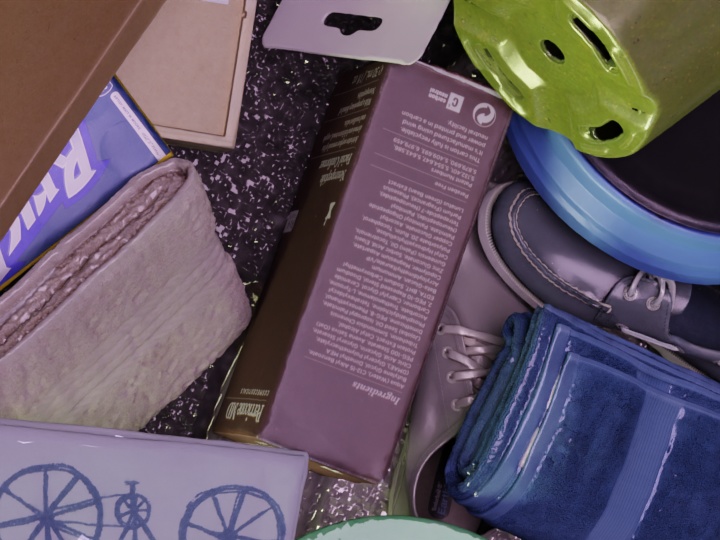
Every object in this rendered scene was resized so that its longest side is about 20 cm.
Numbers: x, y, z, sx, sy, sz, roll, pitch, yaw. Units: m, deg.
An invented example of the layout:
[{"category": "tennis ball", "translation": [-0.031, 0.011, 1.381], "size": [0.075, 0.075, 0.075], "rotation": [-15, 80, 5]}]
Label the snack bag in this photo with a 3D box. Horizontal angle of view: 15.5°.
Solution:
[{"category": "snack bag", "translation": [-0.119, 0.171, 1.206], "size": [0.188, 0.021, 0.201], "rotation": [7, 89, -23]}]

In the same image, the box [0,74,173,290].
[{"category": "box", "translation": [-0.189, -0.023, 1.254], "size": [0.200, 0.064, 0.070], "rotation": [-39, 106, -6]}]

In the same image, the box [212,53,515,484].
[{"category": "box", "translation": [0.000, 0.000, 1.309], "size": [0.075, 0.100, 0.201], "rotation": [20, 82, -15]}]

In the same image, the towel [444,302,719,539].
[{"category": "towel", "translation": [0.138, 0.098, 1.339], "size": [0.200, 0.048, 0.112], "rotation": [24, 88, -36]}]

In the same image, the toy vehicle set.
[{"category": "toy vehicle set", "translation": [-0.110, -0.167, 1.317], "size": [0.124, 0.027, 0.201], "rotation": [10, 86, -16]}]

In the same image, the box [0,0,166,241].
[{"category": "box", "translation": [-0.184, -0.111, 1.234], "size": [0.163, 0.021, 0.200], "rotation": [24, 72, 28]}]

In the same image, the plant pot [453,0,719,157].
[{"category": "plant pot", "translation": [0.144, -0.159, 1.255], "size": [0.190, 0.200, 0.200], "rotation": [-44, 101, -22]}]

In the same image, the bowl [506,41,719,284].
[{"category": "bowl", "translation": [0.167, -0.091, 1.351], "size": [0.200, 0.039, 0.201], "rotation": [9, 63, -17]}]

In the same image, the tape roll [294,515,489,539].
[{"category": "tape roll", "translation": [0.014, 0.219, 1.275], "size": [0.200, 0.048, 0.201], "rotation": [1, 82, -5]}]

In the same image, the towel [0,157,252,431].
[{"category": "towel", "translation": [-0.138, 0.048, 1.260], "size": [0.200, 0.133, 0.034], "rotation": [-43, 59, -16]}]

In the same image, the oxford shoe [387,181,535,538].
[{"category": "oxford shoe", "translation": [0.058, 0.054, 1.347], "size": [0.075, 0.058, 0.201], "rotation": [11, 84, -14]}]

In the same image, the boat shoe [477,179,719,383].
[{"category": "boat shoe", "translation": [0.152, 0.005, 1.357], "size": [0.200, 0.062, 0.073], "rotation": [29, 66, -23]}]

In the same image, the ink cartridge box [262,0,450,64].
[{"category": "ink cartridge box", "translation": [0.012, -0.205, 1.291], "size": [0.068, 0.116, 0.201], "rotation": [39, 69, -43]}]
